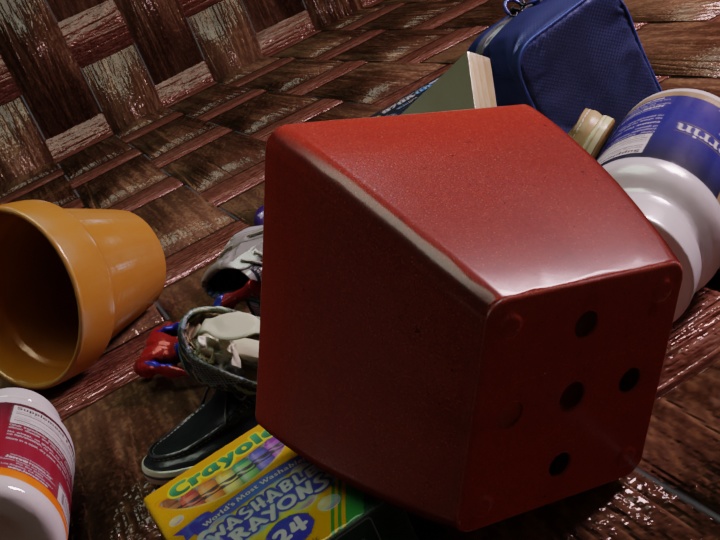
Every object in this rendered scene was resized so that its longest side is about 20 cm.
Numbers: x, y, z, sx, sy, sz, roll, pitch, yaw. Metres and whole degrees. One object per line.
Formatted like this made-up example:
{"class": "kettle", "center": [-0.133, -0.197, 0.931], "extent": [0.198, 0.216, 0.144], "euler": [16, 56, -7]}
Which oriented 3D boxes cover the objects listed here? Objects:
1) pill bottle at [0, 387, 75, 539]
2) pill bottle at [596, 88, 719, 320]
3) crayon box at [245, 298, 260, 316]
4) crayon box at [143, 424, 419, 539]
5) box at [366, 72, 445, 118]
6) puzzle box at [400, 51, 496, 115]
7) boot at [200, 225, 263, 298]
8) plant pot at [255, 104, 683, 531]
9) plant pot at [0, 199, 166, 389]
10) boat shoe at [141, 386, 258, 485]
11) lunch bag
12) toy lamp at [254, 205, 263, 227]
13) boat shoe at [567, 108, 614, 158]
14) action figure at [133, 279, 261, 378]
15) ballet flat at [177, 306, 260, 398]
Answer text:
{"class": "pill bottle", "center": [-0.281, 0.170, 0.773], "extent": [0.112, 0.114, 0.200], "euler": [-26, 20, -5]}
{"class": "pill bottle", "center": [0.222, -0.047, 0.742], "extent": [0.115, 0.117, 0.200], "euler": [-8, 26, 36]}
{"class": "crayon box", "center": [0.000, 0.000, 0.964], "extent": [0.199, 0.051, 0.126], "euler": [-35, 23, -25]}
{"class": "crayon box", "center": [-0.063, 0.159, 0.646], "extent": [0.125, 0.052, 0.199], "euler": [-31, 21, -18]}
{"class": "box", "center": [0.095, -0.171, 1.088], "extent": [0.199, 0.046, 0.159], "euler": [-32, 23, -18]}
{"class": "puzzle box", "center": [0.071, -0.057, 0.811], "extent": [0.025, 0.203, 0.133], "euler": [8, -25, -29]}
{"class": "boot", "center": [-0.088, -0.013, 1.086], "extent": [0.198, 0.074, 0.096], "euler": [-18, 25, 41]}
{"class": "plant pot", "center": [0.067, 0.030, 0.577], "extent": [0.198, 0.203, 0.176], "euler": [-10, 28, -30]}
{"class": "plant pot", "center": [-0.327, 0.009, 1.133], "extent": [0.198, 0.203, 0.183], "euler": [-11, 9, 32]}
{"class": "boat shoe", "center": [-0.094, 0.102, 0.806], "extent": [0.199, 0.063, 0.074], "euler": [-32, 24, -16]}
{"class": "lunch bag", "center": [0.193, -0.176, 0.968], "extent": [0.135, 0.201, 0.132], "euler": [-34, 19, -13]}
{"class": "toy lamp", "center": [-0.035, -0.068, 1.168], "extent": [0.198, 0.059, 0.058], "euler": [-13, 23, 36]}
{"class": "boat shoe", "center": [0.126, -0.058, 0.805], "extent": [0.201, 0.066, 0.074], "euler": [-54, -8, 34]}
{"class": "action figure", "center": [-0.159, 0.069, 0.948], "extent": [0.199, 0.052, 0.066], "euler": [-23, 40, 40]}
{"class": "ballet flat", "center": [-0.049, 0.068, 0.736], "extent": [0.197, 0.075, 0.074], "euler": [8, 29, 14]}
